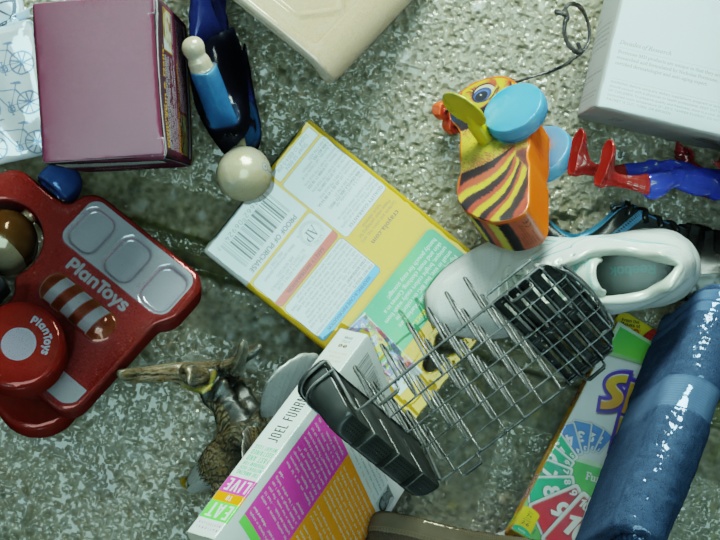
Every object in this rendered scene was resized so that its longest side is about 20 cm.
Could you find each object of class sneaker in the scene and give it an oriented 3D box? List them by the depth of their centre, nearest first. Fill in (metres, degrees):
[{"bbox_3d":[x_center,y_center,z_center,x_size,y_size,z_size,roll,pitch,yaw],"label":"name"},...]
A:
[{"bbox_3d":[0.089,0.221,1.433,0.199,0.070,0.076,7,78,33],"label":"sneaker"},{"bbox_3d":[0.140,0.005,1.458,0.199,0.080,0.071,-11,89,10],"label":"sneaker"},{"bbox_3d":[0.220,-0.015,1.516,0.199,0.073,0.082,-11,89,-1],"label":"sneaker"}]

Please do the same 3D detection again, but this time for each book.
[{"bbox_3d":[-0.035,0.158,1.449,0.048,0.134,0.200,10,47,35],"label":"book"}]

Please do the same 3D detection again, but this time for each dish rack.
[{"bbox_3d":[0.074,0.067,1.411,0.200,0.153,0.055,-38,52,7],"label":"dish rack"}]

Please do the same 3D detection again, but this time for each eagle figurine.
[{"bbox_3d":[-0.085,0.159,1.498,0.151,0.151,0.201,-13,80,-10],"label":"eagle figurine"}]

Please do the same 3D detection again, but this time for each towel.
[{"bbox_3d":[0.215,0.111,1.443,0.048,0.112,0.201,27,68,-4],"label":"towel"}]

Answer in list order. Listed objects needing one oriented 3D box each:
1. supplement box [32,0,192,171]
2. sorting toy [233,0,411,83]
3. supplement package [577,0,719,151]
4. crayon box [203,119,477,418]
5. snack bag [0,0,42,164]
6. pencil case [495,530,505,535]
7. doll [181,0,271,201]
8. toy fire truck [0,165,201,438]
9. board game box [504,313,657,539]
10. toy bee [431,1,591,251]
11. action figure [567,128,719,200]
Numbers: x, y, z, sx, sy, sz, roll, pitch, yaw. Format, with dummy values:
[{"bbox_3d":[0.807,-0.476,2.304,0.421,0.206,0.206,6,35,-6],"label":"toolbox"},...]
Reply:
[{"bbox_3d":[-0.171,-0.128,1.452,0.085,0.200,0.111,-3,91,1],"label":"supplement box"},{"bbox_3d":[-0.054,-0.244,1.490,0.200,0.036,0.185,42,48,-2],"label":"sorting toy"},{"bbox_3d":[0.241,-0.197,1.490,0.119,0.121,0.201,13,91,0],"label":"supplement package"},{"bbox_3d":[0.000,0.000,1.528,0.200,0.052,0.126,39,91,1],"label":"crayon box"},{"bbox_3d":[-0.334,-0.168,1.543,0.188,0.021,0.201,-10,90,1],"label":"snack bag"},{"bbox_3d":[0.055,0.246,1.512,0.199,0.084,0.086,-22,124,-1],"label":"pencil case"},{"bbox_3d":[-0.101,-0.146,1.489,0.048,0.136,0.201,-12,76,8],"label":"doll"},{"bbox_3d":[-0.236,0.010,1.497,0.200,0.112,0.168,38,72,16],"label":"toy fire truck"},{"bbox_3d":[0.191,0.130,1.506,0.095,0.030,0.200,31,65,-2],"label":"board game box"},{"bbox_3d":[0.102,-0.095,1.506,0.108,0.200,0.131,-8,119,31],"label":"toy bee"},{"bbox_3d":[0.249,-0.067,1.498,0.199,0.065,0.052,13,94,-28],"label":"action figure"}]
